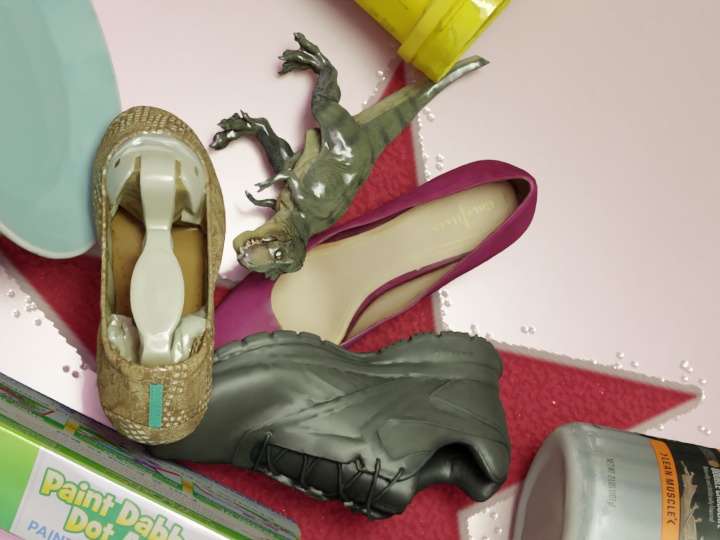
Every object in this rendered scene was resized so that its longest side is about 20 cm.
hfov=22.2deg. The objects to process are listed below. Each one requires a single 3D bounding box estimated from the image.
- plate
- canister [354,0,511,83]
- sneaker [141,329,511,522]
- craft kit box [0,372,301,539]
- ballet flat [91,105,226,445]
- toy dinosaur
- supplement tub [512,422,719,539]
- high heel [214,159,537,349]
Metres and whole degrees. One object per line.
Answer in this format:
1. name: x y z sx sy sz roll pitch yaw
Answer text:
1. plate: -0.176 -0.101 0.905 0.025 0.200 0.202 -14 83 19
2. canister: 0.014 -0.221 0.990 0.200 0.087 0.149 42 63 0
3. sneaker: -0.012 0.082 0.930 0.199 0.076 0.091 -4 58 -17
4. craft kit box: -0.117 0.106 0.864 0.199 0.198 0.049 27 85 -5
5. ballet flat: -0.097 -0.014 0.899 0.070 0.065 0.201 -2 57 -10
6. toy dinosaur: -0.022 -0.073 0.987 0.088 0.048 0.200 37 61 10
7. supplement tub: 0.186 0.155 0.953 0.199 0.123 0.123 11 79 -9
8. high heel: 0.000 0.000 0.955 0.199 0.096 0.068 -34 89 -14
